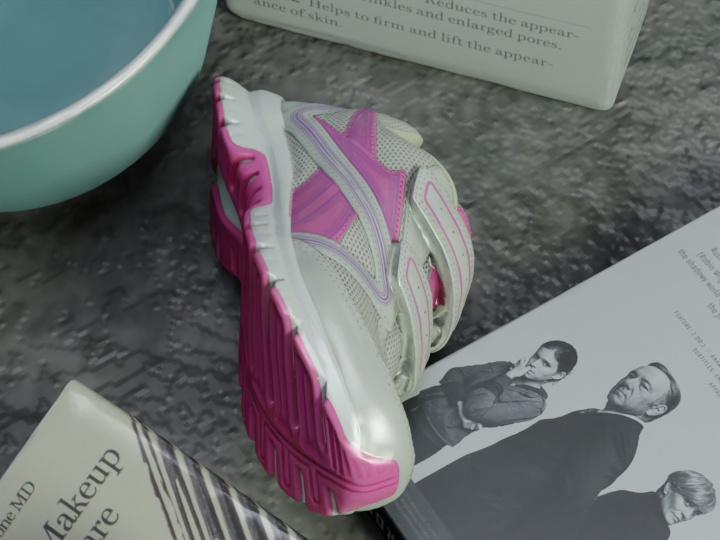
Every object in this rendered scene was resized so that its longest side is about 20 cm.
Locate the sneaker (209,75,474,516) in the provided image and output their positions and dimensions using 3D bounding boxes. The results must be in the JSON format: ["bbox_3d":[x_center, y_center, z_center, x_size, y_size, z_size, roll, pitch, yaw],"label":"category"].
[{"bbox_3d":[0.000,0.000,0.772,0.088,0.082,0.201,-3,42,-9],"label":"sneaker"}]

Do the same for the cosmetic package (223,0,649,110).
[{"bbox_3d":[0.046,-0.198,0.845,0.164,0.200,0.166,15,57,9],"label":"cosmetic package"}]

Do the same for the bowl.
[{"bbox_3d":[-0.133,-0.103,0.828,0.199,0.105,0.202,-4,62,8],"label":"bowl"}]

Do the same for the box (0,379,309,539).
[{"bbox_3d":[-0.028,0.123,0.703,0.199,0.068,0.082,31,82,19],"label":"box"}]

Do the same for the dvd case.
[{"bbox_3d":[0.109,0.066,0.778,0.199,0.025,0.151,-27,61,-17],"label":"dvd case"}]
